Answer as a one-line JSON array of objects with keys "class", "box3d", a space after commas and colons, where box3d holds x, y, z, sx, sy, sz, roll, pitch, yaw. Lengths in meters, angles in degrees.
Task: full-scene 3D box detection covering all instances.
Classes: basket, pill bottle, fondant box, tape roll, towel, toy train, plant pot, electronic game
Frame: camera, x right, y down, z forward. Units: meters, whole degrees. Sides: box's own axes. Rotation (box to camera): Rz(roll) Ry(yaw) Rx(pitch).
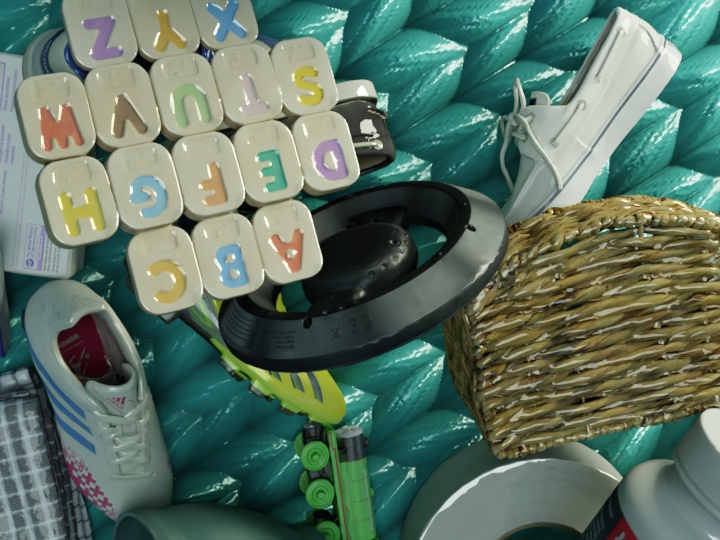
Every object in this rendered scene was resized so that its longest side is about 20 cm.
[{"class": "basket", "box3d": [0.154, 0.021, 0.741, 0.196, 0.149, 0.145, -12, 102, -1]}, {"class": "pill bottle", "box3d": [0.197, 0.193, 0.691, 0.118, 0.120, 0.202, 26, 113, -6]}, {"class": "fondant box", "box3d": [-0.286, -0.082, 0.753, 0.196, 0.058, 0.147, 8, 97, -5]}, {"class": "tape roll", "box3d": [0.128, 0.228, 0.813, 0.198, 0.071, 0.207, 0, 98, -3]}, {"class": "towel", "box3d": [-0.283, 0.186, 0.777, 0.162, 0.086, 0.204, -12, 98, -2]}, {"class": "toy train", "box3d": [-0.011, 0.210, 0.819, 0.055, 0.042, 0.204, -9, 99, -12]}, {"class": "plant pot", "box3d": [-0.082, 0.253, 0.759, 0.132, 0.199, 0.204, -9, 100, -29]}, {"class": "electronic game", "box3d": [0.000, 0.000, 0.703, 0.197, 0.201, 0.042, -22, 116, 0]}]

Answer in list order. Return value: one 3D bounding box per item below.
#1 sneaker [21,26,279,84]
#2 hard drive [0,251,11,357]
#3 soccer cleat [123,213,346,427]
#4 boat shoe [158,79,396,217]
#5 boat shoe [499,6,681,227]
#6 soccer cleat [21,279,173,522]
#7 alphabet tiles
[{"class": "sneaker", "box3d": [-0.115, -0.125, 0.712, 0.197, 0.088, 0.077, -7, 95, -30]}, {"class": "hard drive", "box3d": [-0.341, 0.002, 0.732, 0.196, 0.133, 0.026, 10, 54, -7]}, {"class": "soccer cleat", "box3d": [-0.078, 0.033, 0.779, 0.199, 0.065, 0.084, 40, 80, -10]}, {"class": "boat shoe", "box3d": [-0.070, -0.070, 0.746, 0.197, 0.074, 0.061, -20, 78, -16]}, {"class": "boat shoe", "box3d": [0.134, -0.100, 0.765, 0.086, 0.075, 0.203, 38, 93, -8]}, {"class": "soccer cleat", "box3d": [-0.173, 0.102, 0.749, 0.069, 0.086, 0.203, -34, 116, -31]}, {"class": "alphabet tiles", "box3d": [-0.099, -0.081, 0.651, 0.197, 0.015, 0.199, -14, 86, -25]}]
